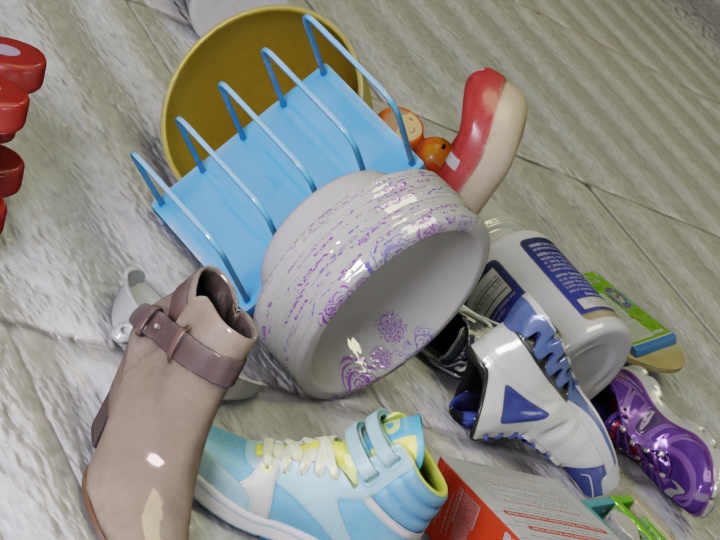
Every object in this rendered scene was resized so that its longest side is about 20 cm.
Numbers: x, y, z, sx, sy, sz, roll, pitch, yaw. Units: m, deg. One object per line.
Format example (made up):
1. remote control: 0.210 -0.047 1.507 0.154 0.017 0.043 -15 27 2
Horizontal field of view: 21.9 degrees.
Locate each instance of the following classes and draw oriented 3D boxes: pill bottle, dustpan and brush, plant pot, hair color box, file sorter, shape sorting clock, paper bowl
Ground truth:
1. pill bottle: 0.161 0.032 1.820 0.119 0.120 0.200 11 34 -50
2. dustpan and brush: -0.144 0.048 1.375 0.139 0.057 0.200 41 21 10
3. pill bottle: -0.151 -0.338 2.108 0.113 0.113 0.200 26 24 -27
4. plant pot: -0.066 -0.124 1.726 0.200 0.200 0.142 48 3 28
5. hair color box: 0.131 0.210 1.377 0.110 0.064 0.200 14 10 -22
6. file sorter: -0.070 -0.093 1.549 0.139 0.200 0.123 47 -10 24
7. shape sorting clock: 0.269 0.055 2.057 0.199 0.039 0.200 29 21 -12
8. paper bowl: 0.000 0.000 1.511 0.104 0.201 0.200 47 23 26

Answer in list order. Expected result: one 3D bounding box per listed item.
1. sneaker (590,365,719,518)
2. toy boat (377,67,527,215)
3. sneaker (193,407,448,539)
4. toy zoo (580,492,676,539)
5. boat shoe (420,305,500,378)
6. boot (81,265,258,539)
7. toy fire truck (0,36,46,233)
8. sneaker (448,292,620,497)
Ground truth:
1. sneaker: 0.276 0.170 1.812 0.083 0.081 0.200 0 31 -33
2. toy boat: 0.068 -0.108 1.758 0.130 0.201 0.131 34 20 -2
3. sneaker: -0.028 0.129 1.293 0.199 0.131 0.080 30 23 -16
4. toy zoo: 0.229 0.251 1.606 0.131 0.021 0.199 48 23 25
5. boat shoe: 0.098 0.068 1.710 0.199 0.072 0.068 37 18 6
6. boot: -0.117 0.093 1.202 0.070 0.146 0.200 24 25 -35
7. toy fire truck: -0.329 -0.113 1.374 0.167 0.113 0.200 14 24 -7
8. sneaker: 0.143 0.125 1.655 0.200 0.115 0.081 61 -1 -26
